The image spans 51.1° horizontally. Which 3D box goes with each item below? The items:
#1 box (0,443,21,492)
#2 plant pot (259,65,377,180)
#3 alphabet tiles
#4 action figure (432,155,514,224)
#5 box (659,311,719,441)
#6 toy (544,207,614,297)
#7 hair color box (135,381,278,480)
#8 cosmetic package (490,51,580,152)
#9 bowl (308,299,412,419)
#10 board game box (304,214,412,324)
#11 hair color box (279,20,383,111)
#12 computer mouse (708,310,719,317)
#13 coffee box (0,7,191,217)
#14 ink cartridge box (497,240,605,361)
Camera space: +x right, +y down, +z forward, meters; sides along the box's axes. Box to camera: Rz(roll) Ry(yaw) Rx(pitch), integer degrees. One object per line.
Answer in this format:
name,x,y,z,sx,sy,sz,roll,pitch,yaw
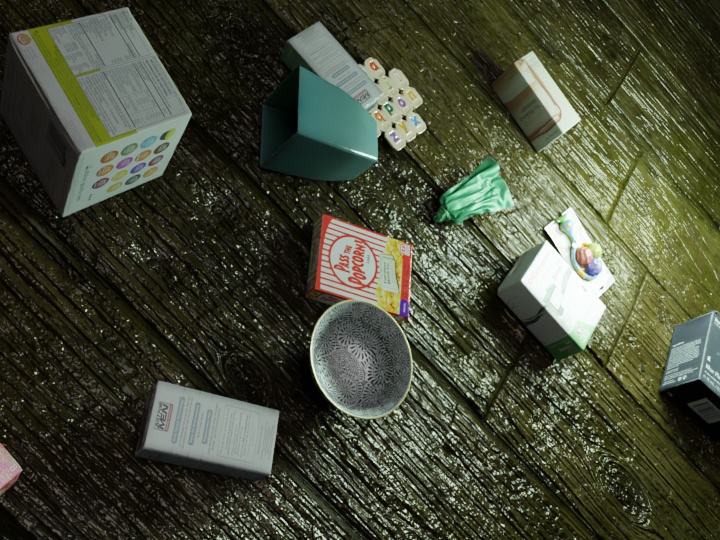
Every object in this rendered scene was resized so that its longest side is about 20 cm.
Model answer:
box,-0.535,0.219,0.956,0.201,0.102,0.095,49,54,-2
plant pot,-0.069,-0.255,1.419,0.197,0.140,0.145,16,61,-32
alphabet tiles,0.049,-0.354,1.604,0.197,0.015,0.200,51,54,-3
action figure,0.228,-0.150,1.598,0.198,0.055,0.120,-29,86,-29
box,0.817,0.244,1.738,0.196,0.117,0.202,39,54,-10
toy,0.516,-0.042,1.725,0.114,0.047,0.202,-32,87,-34
hair color box,-0.229,0.246,1.142,0.196,0.060,0.101,19,60,-23
cosmetic package,0.414,-0.399,1.787,0.087,0.103,0.202,-35,87,-34
bowl,-0.016,0.163,1.292,0.197,0.094,0.205,13,63,-25
board game box,0.000,0.000,1.401,0.196,0.046,0.155,17,62,-24
hair color box,-0.058,-0.392,1.516,0.201,0.061,0.099,48,59,3
computer mouse,0.971,0.169,1.904,0.196,0.046,0.144,7,65,-28
coffee box,-0.412,-0.245,1.168,0.196,0.199,0.202,-30,85,-37
ink cartridge box,0.403,0.062,1.590,0.200,0.084,0.146,46,54,-6
